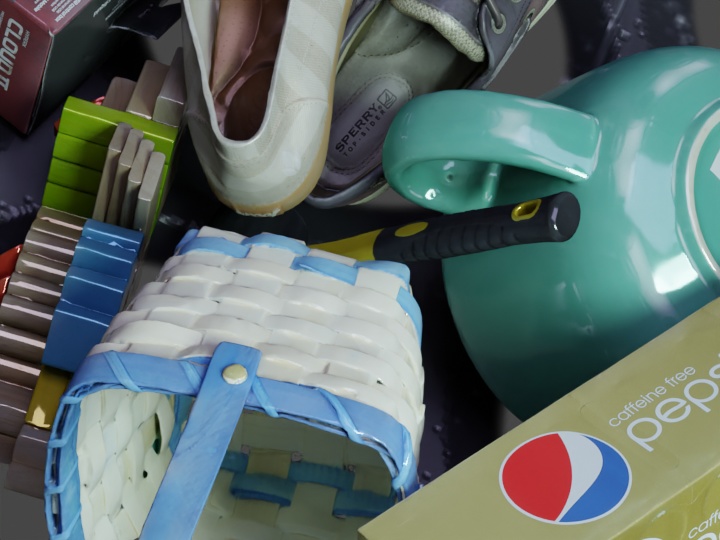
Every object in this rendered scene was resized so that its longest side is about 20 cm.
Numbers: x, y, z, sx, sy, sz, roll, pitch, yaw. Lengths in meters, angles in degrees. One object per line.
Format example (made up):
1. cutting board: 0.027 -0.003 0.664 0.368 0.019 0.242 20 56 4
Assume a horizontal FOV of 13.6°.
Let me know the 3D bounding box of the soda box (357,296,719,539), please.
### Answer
1. soda box: 0.094 0.082 1.050 0.200 0.068 0.064 -31 47 -30

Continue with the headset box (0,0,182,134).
1. headset box: -0.148 -0.164 1.246 0.200 0.077 0.149 37 56 9

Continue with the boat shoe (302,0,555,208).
1. boat shoe: 0.035 -0.104 1.199 0.072 0.200 0.065 35 16 -8

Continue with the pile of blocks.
1. pile of blocks: -0.115 -0.008 1.158 0.062 0.082 0.201 16 56 -1

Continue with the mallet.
1. mallet: 0.000 0.000 1.135 0.041 0.199 0.066 46 62 -28

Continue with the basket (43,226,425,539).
1. basket: -0.046 0.099 1.065 0.138 0.177 0.201 8 43 5

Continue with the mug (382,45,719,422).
1. mug: 0.112 -0.009 1.172 0.184 0.114 0.153 -10 83 -37

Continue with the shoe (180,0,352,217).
1. shoe: -0.035 -0.122 1.177 0.069 0.053 0.201 -5 68 17
